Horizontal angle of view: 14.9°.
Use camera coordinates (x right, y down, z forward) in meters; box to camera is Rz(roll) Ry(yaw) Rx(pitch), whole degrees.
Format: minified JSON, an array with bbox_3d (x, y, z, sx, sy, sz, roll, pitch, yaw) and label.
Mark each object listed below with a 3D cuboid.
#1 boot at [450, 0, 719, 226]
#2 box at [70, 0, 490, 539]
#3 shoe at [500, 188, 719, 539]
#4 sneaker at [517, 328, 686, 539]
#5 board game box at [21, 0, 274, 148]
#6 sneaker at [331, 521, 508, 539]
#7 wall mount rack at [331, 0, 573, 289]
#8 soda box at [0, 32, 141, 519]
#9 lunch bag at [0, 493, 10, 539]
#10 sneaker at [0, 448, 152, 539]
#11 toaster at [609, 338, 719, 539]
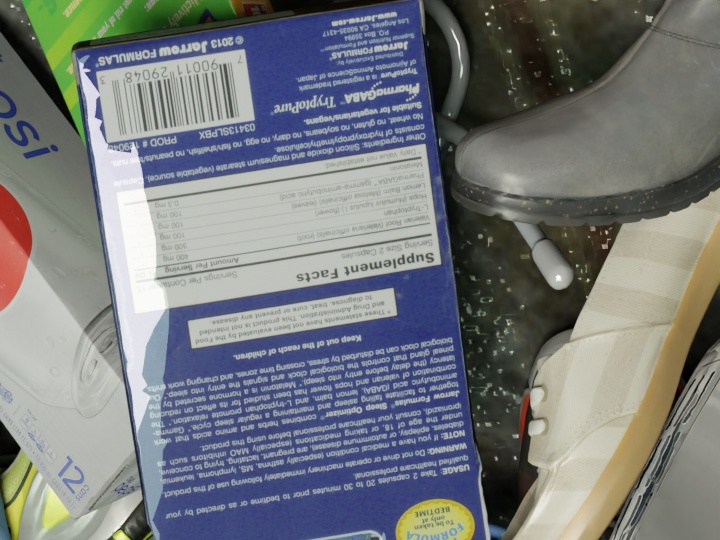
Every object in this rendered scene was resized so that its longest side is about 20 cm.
[{"bbox_3d":[0.114,-0.098,0.939,0.199,0.070,0.133,-18,118,-23],"label":"boot"},{"bbox_3d":[-0.026,0.012,0.954,0.120,0.032,0.202,-8,101,-4],"label":"box"},{"bbox_3d":[0.093,0.026,1.000,0.053,0.070,0.201,28,78,3],"label":"shoe"},{"bbox_3d":[0.093,0.121,1.077,0.076,0.082,0.201,5,117,13],"label":"sneaker"},{"bbox_3d":[-0.085,-0.112,0.998,0.095,0.030,0.201,-23,88,41],"label":"board game box"},{"bbox_3d":[0.030,0.129,1.049,0.082,0.200,0.074,-16,118,-8],"label":"sneaker"},{"bbox_3d":[0.000,0.000,1.033,0.173,0.074,0.201,30,121,18],"label":"wall mount rack"},{"bbox_3d":[-0.129,-0.009,1.038,0.200,0.068,0.063,52,128,14],"label":"soda box"},{"bbox_3d":[-0.222,0.065,1.026,0.093,0.200,0.152,-11,93,19],"label":"lunch bag"},{"bbox_3d":[-0.158,0.123,1.162,0.200,0.075,0.077,-42,85,21],"label":"sneaker"},{"bbox_3d":[0.166,0.111,0.979,0.113,0.129,0.201,5,117,-38],"label":"toaster"}]
